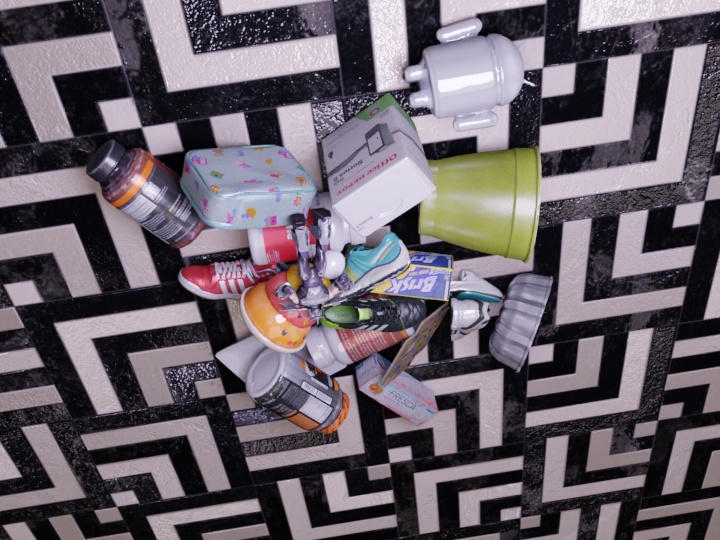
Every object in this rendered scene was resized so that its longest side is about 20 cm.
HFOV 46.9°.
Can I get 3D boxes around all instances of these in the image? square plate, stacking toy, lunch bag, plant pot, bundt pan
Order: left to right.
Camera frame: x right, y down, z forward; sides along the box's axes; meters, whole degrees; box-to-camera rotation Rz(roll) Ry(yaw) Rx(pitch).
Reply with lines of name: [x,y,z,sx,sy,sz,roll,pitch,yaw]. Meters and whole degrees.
lunch bag: [-0.181,-0.138,1.339,0.200,0.160,0.077,-8,131,-36]
square plate: [-0.162,0.179,1.713,0.200,0.028,0.198,-28,129,15]
stacking toy: [-0.102,0.035,1.441,0.146,0.146,0.200,30,119,-29]
plant pot: [0.197,-0.120,1.426,0.193,0.200,0.201,5,130,3]
bundt pan: [0.306,0.094,1.617,0.076,0.202,0.202,19,129,8]

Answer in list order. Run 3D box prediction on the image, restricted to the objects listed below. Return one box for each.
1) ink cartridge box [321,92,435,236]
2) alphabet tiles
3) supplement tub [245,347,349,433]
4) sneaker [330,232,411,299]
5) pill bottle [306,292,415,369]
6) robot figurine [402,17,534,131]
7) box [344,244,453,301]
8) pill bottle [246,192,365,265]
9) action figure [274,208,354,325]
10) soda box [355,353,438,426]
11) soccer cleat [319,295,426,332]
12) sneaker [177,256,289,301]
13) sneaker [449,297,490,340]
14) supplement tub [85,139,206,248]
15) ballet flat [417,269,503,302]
ink cartridge box: [0.025,-0.171,1.331,0.145,0.200,0.084,-33,127,18]
alphabet tiles: [0.109,0.150,1.662,0.006,0.166,0.200,39,130,15]
supplement tub: [-0.123,0.246,1.677,0.123,0.123,0.200,-38,126,22]
sneaker: [0.000,0.000,1.482,0.200,0.080,0.077,-29,167,25]
pill bottle: [-0.003,0.114,1.618,0.200,0.112,0.112,-24,130,5]
robot figurine: [0.168,-0.305,1.298,0.200,0.113,0.170,-11,102,1]
box: [0.069,0.003,1.539,0.200,0.064,0.070,6,116,4]
pill bottle: [-0.095,-0.076,1.451,0.200,0.112,0.112,-8,131,-3]
action figure: [-0.079,0.003,1.349,0.130,0.069,0.200,-14,119,-23]
soda box: [0.080,0.259,1.791,0.064,0.068,0.200,-38,126,21]
soccer cleat: [0.023,0.081,1.514,0.200,0.081,0.068,-3,87,0]
sneaker: [-0.225,0.002,1.524,0.200,0.071,0.113,13,131,-28]
sneaker: [0.212,0.097,1.617,0.080,0.074,0.200,-2,171,4]
supplement tub: [-0.350,-0.130,1.371,0.107,0.107,0.200,-36,125,21]
ballet flat: [0.184,0.026,1.614,0.200,0.069,0.070,2,130,-12]
